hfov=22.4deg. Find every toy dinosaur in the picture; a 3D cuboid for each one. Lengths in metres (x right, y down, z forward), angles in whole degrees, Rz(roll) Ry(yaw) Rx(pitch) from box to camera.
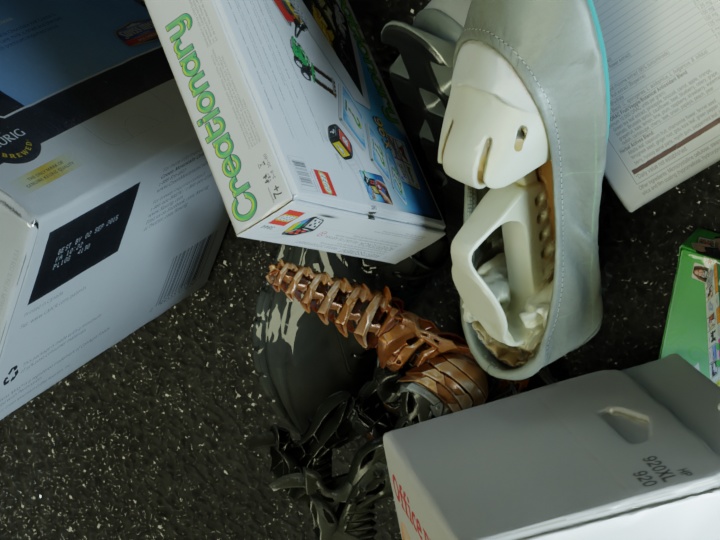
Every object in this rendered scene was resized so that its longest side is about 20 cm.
[{"bbox_3d":[0.023,0.071,0.868,0.136,0.102,0.200,-43,94,-1],"label":"toy dinosaur"}]

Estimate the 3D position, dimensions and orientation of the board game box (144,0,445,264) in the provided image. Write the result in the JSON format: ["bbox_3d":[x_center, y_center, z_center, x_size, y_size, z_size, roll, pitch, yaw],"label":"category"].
[{"bbox_3d":[-0.041,-0.102,0.789,0.035,0.126,0.201,-31,70,25],"label":"board game box"}]

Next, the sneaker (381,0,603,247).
[{"bbox_3d":[0.081,-0.049,0.820,0.074,0.088,0.201,32,152,43],"label":"sneaker"}]

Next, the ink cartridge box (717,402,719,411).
[{"bbox_3d":[0.233,-0.021,0.676,0.086,0.146,0.201,33,113,17],"label":"ink cartridge box"}]

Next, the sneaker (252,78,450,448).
[{"bbox_3d":[0.000,0.000,0.886,0.090,0.076,0.201,12,117,21],"label":"sneaker"}]

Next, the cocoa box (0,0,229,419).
[{"bbox_3d":[-0.160,-0.041,0.881,0.131,0.200,0.134,33,124,14],"label":"cocoa box"}]

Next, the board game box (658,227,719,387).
[{"bbox_3d":[0.196,0.093,0.838,0.134,0.029,0.201,19,119,23],"label":"board game box"}]

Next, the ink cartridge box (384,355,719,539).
[{"bbox_3d":[0.108,0.162,0.771,0.144,0.147,0.201,-14,106,-9],"label":"ink cartridge box"}]

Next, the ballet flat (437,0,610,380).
[{"bbox_3d":[0.061,-0.035,0.715,0.067,0.064,0.201,33,146,38],"label":"ballet flat"}]

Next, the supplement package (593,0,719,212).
[{"bbox_3d":[0.114,-0.148,0.731,0.114,0.109,0.201,-31,93,37],"label":"supplement package"}]
